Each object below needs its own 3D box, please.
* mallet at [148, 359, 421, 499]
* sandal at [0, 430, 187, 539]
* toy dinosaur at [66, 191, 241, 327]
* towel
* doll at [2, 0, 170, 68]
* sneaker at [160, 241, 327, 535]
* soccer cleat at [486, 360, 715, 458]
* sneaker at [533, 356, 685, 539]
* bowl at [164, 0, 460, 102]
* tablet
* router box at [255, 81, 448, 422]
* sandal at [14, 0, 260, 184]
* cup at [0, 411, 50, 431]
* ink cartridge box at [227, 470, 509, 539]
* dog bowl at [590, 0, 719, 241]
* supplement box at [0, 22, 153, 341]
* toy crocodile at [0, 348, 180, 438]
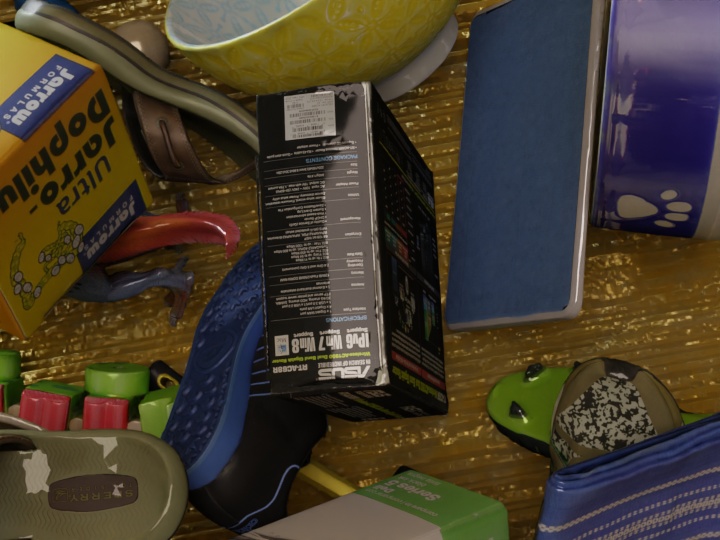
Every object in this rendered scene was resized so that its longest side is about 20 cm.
[{"bbox_3d":[-0.047,0.119,0.848,0.200,0.041,0.066,22,80,13],"label":"mallet"},{"bbox_3d":[-0.185,0.111,0.694,0.200,0.057,0.080,-11,79,4],"label":"sandal"},{"bbox_3d":[-0.187,-0.032,0.834,0.181,0.200,0.105,12,62,-24],"label":"toy dinosaur"},{"bbox_3d":[0.141,0.170,0.738,0.145,0.024,0.200,-13,119,-31],"label":"towel"},{"bbox_3d":[-0.217,-0.123,0.897,0.199,0.048,0.137,-10,74,3],"label":"doll"},{"bbox_3d":[-0.052,0.061,0.822,0.070,0.078,0.200,-21,35,37],"label":"sneaker"},{"bbox_3d":[0.166,0.104,0.815,0.200,0.081,0.068,10,46,24],"label":"soccer cleat"},{"bbox_3d":[0.120,0.142,0.755,0.077,0.089,0.200,14,117,15],"label":"sneaker"},{"bbox_3d":[-0.004,-0.162,0.845,0.200,0.200,0.108,-44,122,-4],"label":"bowl"},{"bbox_3d":[0.094,-0.067,0.830,0.014,0.130,0.201,10,79,-28],"label":"tablet"},{"bbox_3d":[0.000,0.000,0.779,0.062,0.200,0.150,-6,79,11],"label":"router box"},{"bbox_3d":[-0.118,-0.087,0.849,0.201,0.080,0.057,31,82,-10],"label":"sandal"},{"bbox_3d":[-0.200,0.182,0.793,0.200,0.143,0.201,-1,79,5],"label":"cup"},{"bbox_3d":[-0.020,0.204,0.730,0.200,0.084,0.146,-14,106,-35],"label":"ink cartridge box"},{"bbox_3d":[0.171,-0.118,0.786,0.079,0.200,0.201,5,80,8],"label":"dog bowl"},{"bbox_3d":[-0.229,-0.069,0.769,0.200,0.110,0.109,24,60,25],"label":"supplement box"},{"bbox_3d":[-0.185,0.085,0.844,0.199,0.062,0.068,4,93,6],"label":"toy crocodile"}]
